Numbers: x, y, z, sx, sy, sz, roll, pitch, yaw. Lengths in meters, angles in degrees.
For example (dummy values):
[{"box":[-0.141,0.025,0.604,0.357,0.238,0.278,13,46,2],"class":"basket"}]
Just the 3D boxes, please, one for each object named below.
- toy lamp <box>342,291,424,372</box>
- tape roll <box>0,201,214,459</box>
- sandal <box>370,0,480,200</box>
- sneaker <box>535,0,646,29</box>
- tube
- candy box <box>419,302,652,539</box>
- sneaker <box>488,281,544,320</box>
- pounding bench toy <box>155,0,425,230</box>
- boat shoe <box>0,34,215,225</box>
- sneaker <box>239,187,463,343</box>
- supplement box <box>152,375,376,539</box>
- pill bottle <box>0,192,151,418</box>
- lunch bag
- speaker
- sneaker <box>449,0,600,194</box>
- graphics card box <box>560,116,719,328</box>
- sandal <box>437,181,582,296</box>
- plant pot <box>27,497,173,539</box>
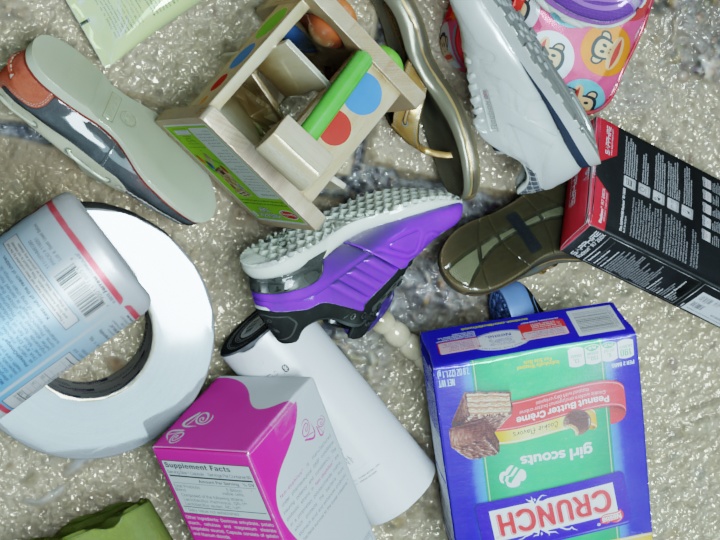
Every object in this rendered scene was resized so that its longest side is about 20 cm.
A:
[{"box":[0.049,0.068,1.199,0.200,0.058,0.058,39,87,-16],"class":"toy lamp"},{"box":[-0.220,0.047,1.124,0.200,0.066,0.200,-2,97,-14],"class":"tape roll"},{"box":[0.041,-0.147,1.156,0.054,0.080,0.200,-26,99,-12],"class":"sandal"},{"box":[0.143,-0.269,1.087,0.081,0.083,0.200,-45,92,2],"class":"sneaker"},{"box":[-0.137,-0.244,1.117,0.200,0.058,0.052,-31,142,-5],"class":"tube"},{"box":[0.147,0.142,1.166,0.169,0.077,0.200,-10,113,-1],"class":"candy box"},{"box":[0.177,0.090,1.231,0.078,0.070,0.200,-26,110,-11],"class":"sneaker"},{"box":[-0.036,-0.129,1.063,0.124,0.200,0.156,44,77,-20],"class":"pounding bench toy"},{"box":[-0.200,-0.101,1.111,0.063,0.071,0.200,-33,118,33],"class":"boat shoe"},{"box":[0.000,0.000,1.129,0.200,0.070,0.100,-23,110,-26],"class":"sneaker"},{"box":[-0.069,0.193,1.126,0.101,0.103,0.200,-47,127,-46],"class":"supplement box"},{"box":[-0.262,0.041,1.022,0.200,0.109,0.109,-36,105,-7],"class":"pill bottle"},{"box":[0.156,-0.244,1.174,0.176,0.082,0.200,22,93,-11],"class":"lunch bag"},{"box":[-0.025,0.119,1.175,0.081,0.081,0.200,-41,105,-6],"class":"speaker"},{"box":[0.115,-0.146,1.112,0.080,0.076,0.200,-25,114,22],"class":"sneaker"},{"box":[0.270,-0.036,1.212,0.200,0.051,0.126,23,51,-16],"class":"graphics card box"},{"box":[0.146,-0.021,1.204,0.200,0.055,0.082,-24,74,-30],"class":"sandal"},{"box":[-0.191,0.290,1.117,0.200,0.200,0.190,-20,90,-11],"class":"plant pot"}]
